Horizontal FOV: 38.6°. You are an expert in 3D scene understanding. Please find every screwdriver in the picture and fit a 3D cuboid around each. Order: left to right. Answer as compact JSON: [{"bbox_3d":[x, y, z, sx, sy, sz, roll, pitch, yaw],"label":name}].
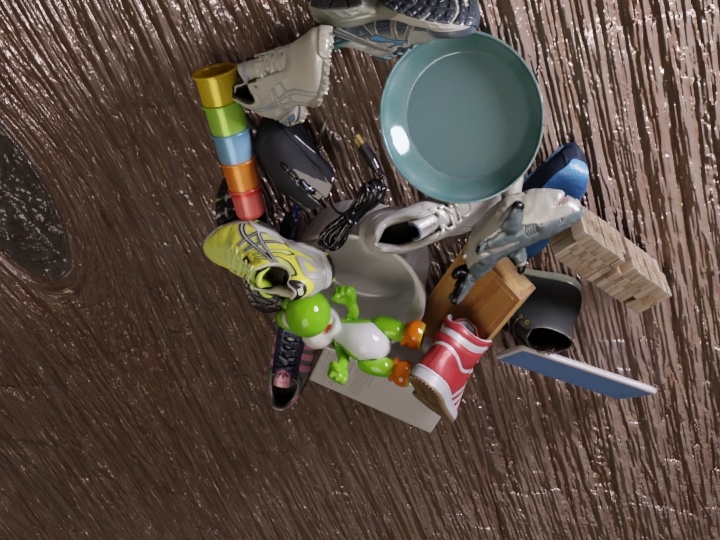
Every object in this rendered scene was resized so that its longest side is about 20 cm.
[{"bbox_3d":[-0.079,-0.109,1.352,0.029,0.028,0.202,13,115,-6],"label":"screwdriver"}]

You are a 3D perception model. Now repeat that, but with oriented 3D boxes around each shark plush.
[{"bbox_3d":[0.171,-0.023,1.220,0.083,0.091,0.200,33,110,-13],"label":"shark plush"}]

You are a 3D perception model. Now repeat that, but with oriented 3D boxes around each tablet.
[{"bbox_3d":[0.298,0.142,1.433,0.198,0.014,0.130,19,167,-5],"label":"tablet"}]

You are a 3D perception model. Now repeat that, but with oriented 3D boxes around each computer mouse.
[{"bbox_3d":[-0.057,-0.135,1.280,0.140,0.046,0.201,-40,76,31],"label":"computer mouse"}]

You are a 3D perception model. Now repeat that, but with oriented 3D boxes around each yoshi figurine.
[{"bbox_3d":[-0.020,0.080,1.342,0.198,0.113,0.113,18,130,9],"label":"yoshi figurine"}]

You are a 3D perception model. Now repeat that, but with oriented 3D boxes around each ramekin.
[{"bbox_3d":[0.000,0.000,1.403,0.198,0.098,0.202,9,132,10],"label":"ramekin"}]

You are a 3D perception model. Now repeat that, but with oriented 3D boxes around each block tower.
[{"bbox_3d":[0.306,-0.014,1.273,0.058,0.054,0.199,-33,135,29],"label":"block tower"}]

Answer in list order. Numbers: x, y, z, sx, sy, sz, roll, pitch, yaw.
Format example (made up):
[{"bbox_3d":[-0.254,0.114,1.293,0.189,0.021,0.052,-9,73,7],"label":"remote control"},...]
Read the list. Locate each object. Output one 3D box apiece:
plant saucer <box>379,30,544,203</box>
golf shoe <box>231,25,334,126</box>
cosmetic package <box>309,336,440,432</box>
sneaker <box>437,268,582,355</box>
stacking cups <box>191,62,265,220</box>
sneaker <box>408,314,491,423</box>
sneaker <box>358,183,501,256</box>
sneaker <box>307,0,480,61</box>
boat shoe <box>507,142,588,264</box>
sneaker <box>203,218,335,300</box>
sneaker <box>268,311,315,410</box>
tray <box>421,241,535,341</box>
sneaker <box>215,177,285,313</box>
[{"bbox_3d":[0.120,-0.180,1.206,0.198,0.036,0.202,6,106,21],"label":"plant saucer"},{"bbox_3d":[-0.092,-0.225,1.193,0.096,0.079,0.200,8,161,-20],"label":"golf shoe"},{"bbox_3d":[0.038,0.140,1.508,0.198,0.108,0.085,22,132,-4],"label":"cosmetic package"},{"bbox_3d":[0.193,0.051,1.376,0.198,0.107,0.075,2,131,17],"label":"sneaker"},{"bbox_3d":[-0.166,-0.160,1.315,0.060,0.061,0.202,0,117,19],"label":"stacking cups"},{"bbox_3d":[0.121,0.129,1.363,0.071,0.113,0.200,31,167,16],"label":"sneaker"},{"bbox_3d":[0.095,-0.062,1.257,0.199,0.087,0.075,-25,101,1],"label":"sneaker"},{"bbox_3d":[0.042,-0.283,1.170,0.198,0.078,0.087,10,145,20],"label":"sneaker"},{"bbox_3d":[0.222,-0.078,1.284,0.084,0.069,0.200,29,134,-20],"label":"boat shoe"},{"bbox_3d":[-0.131,-0.014,1.328,0.199,0.076,0.076,13,119,31],"label":"sneaker"},{"bbox_3d":[-0.105,0.132,1.564,0.069,0.082,0.201,12,132,8],"label":"sneaker"},{"bbox_3d":[0.144,0.045,1.351,0.099,0.037,0.200,48,146,13],"label":"tray"},{"bbox_3d":[-0.152,-0.043,1.433,0.073,0.081,0.202,-14,107,0],"label":"sneaker"}]
